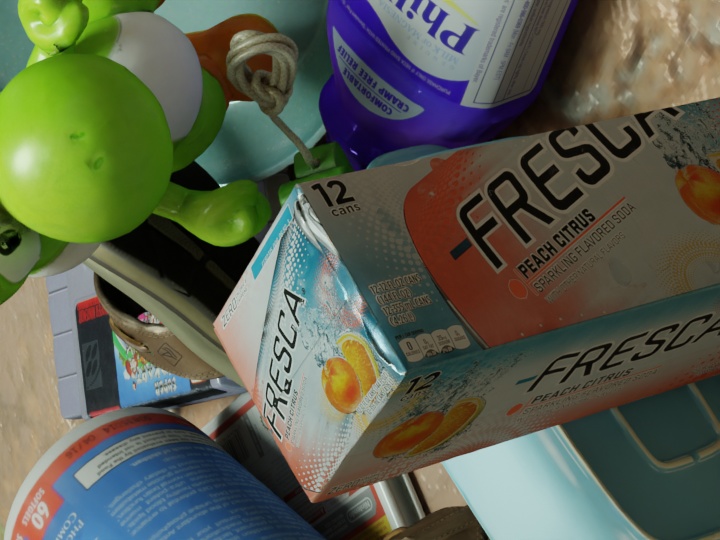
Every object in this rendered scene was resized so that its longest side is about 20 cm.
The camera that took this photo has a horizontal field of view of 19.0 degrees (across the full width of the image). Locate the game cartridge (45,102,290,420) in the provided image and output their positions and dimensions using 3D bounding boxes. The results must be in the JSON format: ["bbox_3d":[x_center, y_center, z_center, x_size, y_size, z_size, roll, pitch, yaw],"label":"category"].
[{"bbox_3d":[-0.091,-0.002,0.974,0.200,0.038,0.131,-17,74,56],"label":"game cartridge"}]

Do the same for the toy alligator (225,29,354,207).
[{"bbox_3d":[0.000,0.000,0.757,0.200,0.059,0.055,56,-155,-46],"label":"toy alligator"}]

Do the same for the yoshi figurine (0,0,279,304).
[{"bbox_3d":[-0.081,-0.057,0.742,0.112,0.200,0.112,22,128,9],"label":"yoshi figurine"}]

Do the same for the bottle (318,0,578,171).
[{"bbox_3d":[0.029,-0.090,0.754,0.084,0.065,0.201,45,136,25],"label":"bottle"}]

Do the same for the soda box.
[{"bbox_3d":[0.060,0.002,0.626,0.064,0.199,0.068,58,140,22],"label":"soda box"}]

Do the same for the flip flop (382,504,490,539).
[{"bbox_3d":[0.019,0.127,0.763,0.058,0.200,0.081,50,178,-41],"label":"flip flop"}]

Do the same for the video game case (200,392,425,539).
[{"bbox_3d":[-0.006,0.141,0.933,0.143,0.017,0.201,-41,68,53],"label":"video game case"}]

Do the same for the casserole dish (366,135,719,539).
[{"bbox_3d":[0.071,0.030,0.691,0.201,0.121,0.039,57,136,20],"label":"casserole dish"}]

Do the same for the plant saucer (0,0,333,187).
[{"bbox_3d":[-0.085,-0.125,0.850,0.199,0.036,0.201,12,127,16],"label":"plant saucer"}]

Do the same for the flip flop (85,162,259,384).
[{"bbox_3d":[-0.063,0.014,0.848,0.200,0.081,0.058,38,125,-3],"label":"flip flop"}]

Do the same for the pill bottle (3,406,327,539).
[{"bbox_3d":[-0.056,0.148,0.892,0.200,0.112,0.113,34,128,45],"label":"pill bottle"}]
